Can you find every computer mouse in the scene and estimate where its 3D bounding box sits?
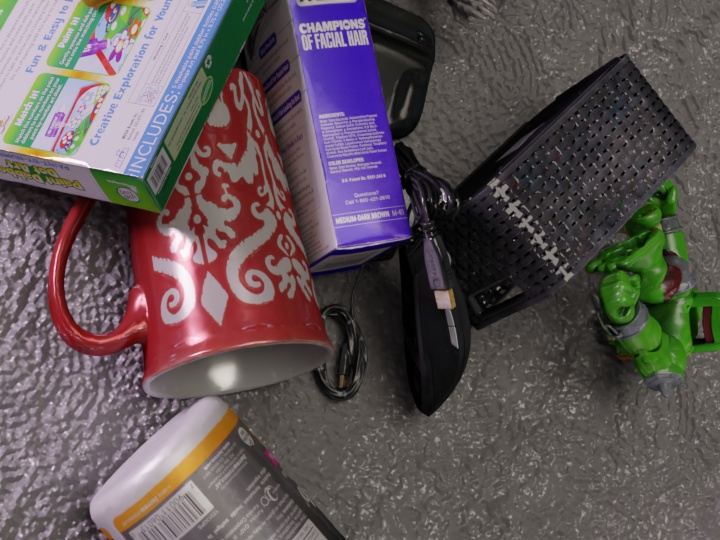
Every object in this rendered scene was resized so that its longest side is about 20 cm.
[{"bbox_3d":[0.000,0.000,1.167,0.058,0.034,0.202,17,75,-9],"label":"computer mouse"},{"bbox_3d":[0.059,0.016,1.094,0.045,0.141,0.202,-8,106,-8],"label":"computer mouse"}]

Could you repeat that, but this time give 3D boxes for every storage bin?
[{"bbox_3d":[0.145,-0.061,1.191,0.094,0.135,0.200,49,61,-5],"label":"storage bin"}]

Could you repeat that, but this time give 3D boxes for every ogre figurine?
[{"bbox_3d":[0.232,0.017,1.221,0.097,0.200,0.121,-21,108,8],"label":"ogre figurine"}]

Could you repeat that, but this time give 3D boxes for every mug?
[{"bbox_3d":[-0.115,-0.028,1.053,0.176,0.133,0.202,5,68,-46],"label":"mug"}]

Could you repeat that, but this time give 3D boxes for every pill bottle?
[{"bbox_3d":[-0.074,0.191,1.022,0.200,0.116,0.116,49,61,-6],"label":"pill bottle"}]

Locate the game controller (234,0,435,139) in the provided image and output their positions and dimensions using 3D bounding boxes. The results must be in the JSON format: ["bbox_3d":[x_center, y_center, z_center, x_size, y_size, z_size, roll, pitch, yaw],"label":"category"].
[{"bbox_3d":[-0.034,-0.175,1.200,0.198,0.042,0.106,18,82,-20],"label":"game controller"}]

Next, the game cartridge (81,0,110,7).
[{"bbox_3d":[-0.140,-0.290,1.076,0.175,0.033,0.201,-26,53,3],"label":"game cartridge"}]

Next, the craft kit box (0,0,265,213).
[{"bbox_3d":[-0.181,-0.147,1.043,0.195,0.049,0.202,14,64,21],"label":"craft kit box"}]

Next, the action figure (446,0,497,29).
[{"bbox_3d":[0.094,-0.252,1.214,0.199,0.120,0.102,7,29,-50],"label":"action figure"}]

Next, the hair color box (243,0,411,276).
[{"bbox_3d":[-0.028,-0.105,1.103,0.064,0.109,0.202,-10,83,-22],"label":"hair color box"}]
